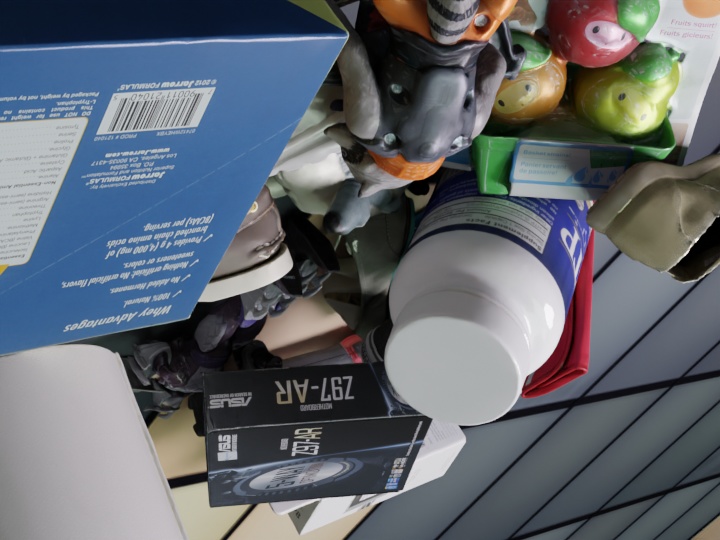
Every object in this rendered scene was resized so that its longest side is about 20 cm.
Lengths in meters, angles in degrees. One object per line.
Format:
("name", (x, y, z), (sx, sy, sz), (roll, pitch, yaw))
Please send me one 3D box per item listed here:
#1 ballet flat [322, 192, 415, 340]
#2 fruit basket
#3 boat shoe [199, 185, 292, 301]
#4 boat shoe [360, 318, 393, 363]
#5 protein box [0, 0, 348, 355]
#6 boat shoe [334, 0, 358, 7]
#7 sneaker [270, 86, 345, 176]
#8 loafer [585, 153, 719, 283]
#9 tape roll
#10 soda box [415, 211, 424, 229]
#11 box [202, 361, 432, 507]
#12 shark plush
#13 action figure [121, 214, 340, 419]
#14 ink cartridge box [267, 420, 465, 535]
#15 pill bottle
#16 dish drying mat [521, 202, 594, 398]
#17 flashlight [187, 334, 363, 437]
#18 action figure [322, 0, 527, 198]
("ballet flat", (0.000, 0.000, 1.056), (0.063, 0.068, 0.200), (0, 150, -5))
("fruit basket", (0.137, -0.131, 0.872), (0.184, 0.094, 0.200), (4, 140, -6))
("boat shoe", (-0.144, -0.002, 0.859), (0.199, 0.072, 0.060), (-16, 109, -6))
("boat shoe", (0.089, 0.052, 1.079), (0.199, 0.070, 0.066), (6, 139, -40))
("protein box", (-0.151, -0.074, 0.632), (0.198, 0.135, 0.200), (-11, 147, -41))
("boat shoe", (0.046, -0.191, 0.753), (0.201, 0.060, 0.072), (-29, 155, -11))
("sneaker", (-0.092, -0.082, 0.798), (0.199, 0.075, 0.082), (-28, 118, 1))
("loafer", (0.217, -0.030, 0.918), (0.200, 0.068, 0.076), (-9, 149, -52))
("tape roll", (-0.228, 0.150, 0.890), (0.202, 0.140, 0.203), (-22, 166, -6))
("soda box", (0.070, 0.024, 1.157), (0.064, 0.068, 0.200), (-27, 154, -10))
("box", (-0.037, 0.125, 1.043), (0.160, 0.044, 0.200), (-3, 156, -8))
("shark plush", (0.012, -0.076, 0.918), (0.200, 0.091, 0.084), (-1, 110, -43))
("action figure", (-0.099, 0.048, 1.000), (0.130, 0.069, 0.200), (-10, 149, -51))
("ink cartridge box", (-0.023, 0.149, 1.214), (0.199, 0.116, 0.067), (-17, 151, -32))
("pill bottle", (0.085, 0.007, 0.947), (0.120, 0.119, 0.200), (-57, -176, 40))
("dish drying mat", (0.153, -0.004, 1.076), (0.018, 0.201, 0.077), (18, 150, -20))
("flashlight", (-0.046, 0.096, 1.157), (0.199, 0.068, 0.068), (-15, -173, -31))
("action figure", (0.008, -0.113, 0.702), (0.199, 0.105, 0.194), (-6, 140, -13))
